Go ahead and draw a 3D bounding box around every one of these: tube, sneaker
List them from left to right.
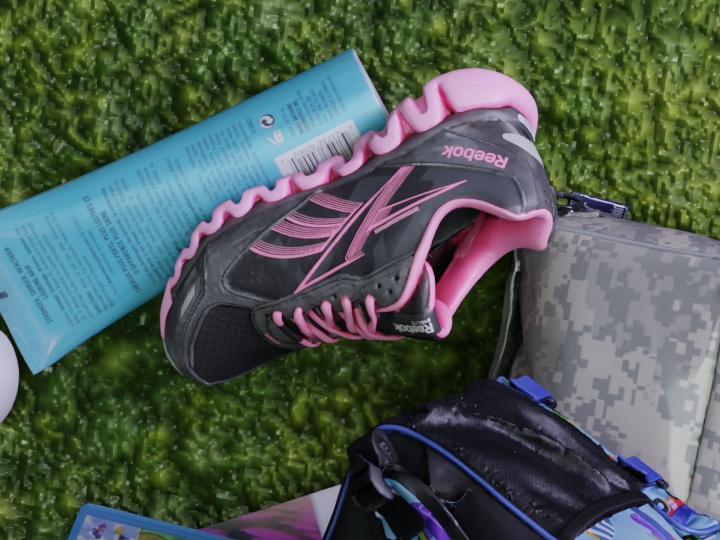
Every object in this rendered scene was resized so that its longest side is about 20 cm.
[{"bbox_3d":[-0.079,-0.031,0.929,0.199,0.050,0.078,-27,102,3],"label":"tube"},{"bbox_3d":[0.000,0.000,0.891,0.199,0.079,0.096,-34,52,15],"label":"sneaker"}]

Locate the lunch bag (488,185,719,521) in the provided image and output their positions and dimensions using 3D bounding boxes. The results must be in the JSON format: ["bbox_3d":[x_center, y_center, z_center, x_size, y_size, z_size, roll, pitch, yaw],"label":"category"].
[{"bbox_3d":[0.131,0.076,0.902,0.166,0.139,0.202,12,91,10],"label":"lunch bag"}]

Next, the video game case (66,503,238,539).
[{"bbox_3d":[-0.089,0.204,0.873,0.142,0.018,0.201,11,61,17],"label":"video game case"}]

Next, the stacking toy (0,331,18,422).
[{"bbox_3d":[-0.207,0.113,0.906,0.145,0.146,0.201,31,77,-5],"label":"stacking toy"}]

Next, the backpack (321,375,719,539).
[{"bbox_3d":[0.074,0.160,0.781,0.199,0.134,0.184,33,116,22],"label":"backpack"}]

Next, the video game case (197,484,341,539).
[{"bbox_3d":[-0.065,0.201,0.903,0.198,0.036,0.182,-17,56,-1],"label":"video game case"}]
